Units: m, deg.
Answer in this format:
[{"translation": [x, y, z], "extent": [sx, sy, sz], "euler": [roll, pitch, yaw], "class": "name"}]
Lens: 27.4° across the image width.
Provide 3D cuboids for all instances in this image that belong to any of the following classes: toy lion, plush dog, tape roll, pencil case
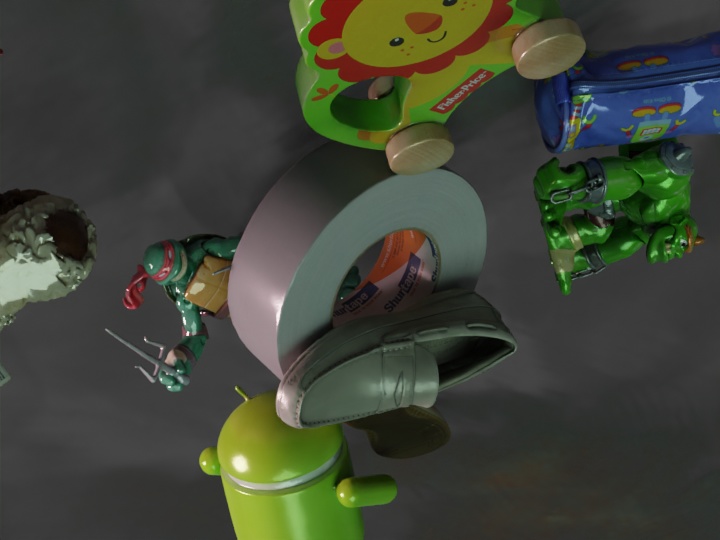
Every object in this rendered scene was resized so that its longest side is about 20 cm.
[{"translation": [0.029, -0.147, 0.922], "extent": [0.190, 0.069, 0.200], "euler": [8, 146, -42], "class": "toy lion"}, {"translation": [-0.296, -0.019, 1.008], "extent": [0.198, 0.172, 0.161], "euler": [19, 112, -23], "class": "plush dog"}, {"translation": [0.000, 0.000, 1.097], "extent": [0.199, 0.066, 0.202], "euler": [-27, 136, -30], "class": "tape roll"}, {"translation": [0.224, -0.133, 1.054], "extent": [0.198, 0.079, 0.087], "euler": [-8, 167, -4], "class": "pencil case"}]

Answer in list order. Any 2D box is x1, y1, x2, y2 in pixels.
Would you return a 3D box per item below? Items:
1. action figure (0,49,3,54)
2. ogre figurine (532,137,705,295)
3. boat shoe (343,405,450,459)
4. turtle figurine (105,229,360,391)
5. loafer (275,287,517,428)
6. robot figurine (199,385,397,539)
[{"translation": [-0.259, -0.149, 0.947], "extent": [0.098, 0.066, 0.200], "euler": [22, 130, -19], "class": "action figure"}, {"translation": [0.196, -0.049, 1.127], "extent": [0.119, 0.099, 0.201], "euler": [-16, 140, 6], "class": "ogre figurine"}, {"translation": [0.024, 0.110, 1.293], "extent": [0.073, 0.067, 0.200], "euler": [-22, 150, 12], "class": "boat shoe"}, {"translation": [-0.099, 0.016, 1.136], "extent": [0.199, 0.101, 0.150], "euler": [17, 117, -40], "class": "turtle figurine"}, {"translation": [0.029, 0.068, 1.069], "extent": [0.199, 0.070, 0.071], "euler": [-24, 133, -32], "class": "loafer"}, {"translation": [-0.061, 0.194, 1.305], "extent": [0.174, 0.116, 0.202], "euler": [8, 121, 34], "class": "robot figurine"}]
